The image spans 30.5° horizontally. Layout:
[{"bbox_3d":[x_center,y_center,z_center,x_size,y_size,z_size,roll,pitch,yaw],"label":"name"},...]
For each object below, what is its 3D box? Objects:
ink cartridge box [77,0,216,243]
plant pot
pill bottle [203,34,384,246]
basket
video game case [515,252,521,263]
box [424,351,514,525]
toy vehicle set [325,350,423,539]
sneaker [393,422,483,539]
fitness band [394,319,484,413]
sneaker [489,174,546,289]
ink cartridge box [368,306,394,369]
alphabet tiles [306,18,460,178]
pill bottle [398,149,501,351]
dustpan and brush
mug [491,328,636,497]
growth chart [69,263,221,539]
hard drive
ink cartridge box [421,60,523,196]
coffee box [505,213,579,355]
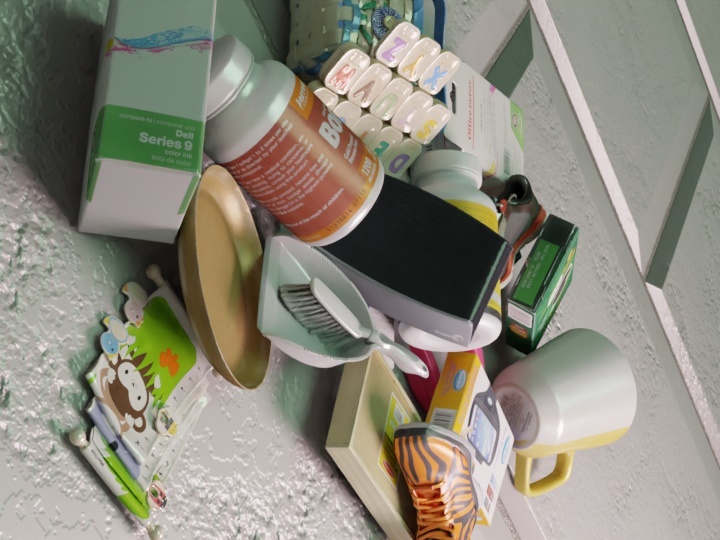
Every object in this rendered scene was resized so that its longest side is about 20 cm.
[{"bbox_3d":[-0.172,-0.144,1.072,0.086,0.145,0.202,7,67,-15],"label":"ink cartridge box"},{"bbox_3d":[-0.122,0.008,1.174,0.200,0.027,0.203,-9,90,-79],"label":"plant pot"},{"bbox_3d":[-0.078,-0.123,1.242,0.200,0.111,0.113,42,46,-30],"label":"pill bottle"},{"bbox_3d":[0.021,-0.250,1.426,0.199,0.138,0.179,15,66,-45],"label":"basket"},{"bbox_3d":[0.133,-0.077,1.652,0.181,0.025,0.202,-38,112,-55],"label":"video game case"},{"bbox_3d":[0.127,0.198,1.499,0.201,0.041,0.120,60,41,-45],"label":"box"},{"bbox_3d":[0.025,0.180,1.362,0.201,0.026,0.125,60,35,-44],"label":"toy vehicle set"},{"bbox_3d":[0.080,0.243,1.350,0.201,0.077,0.113,59,35,-46],"label":"sneaker"},{"bbox_3d":[0.090,0.073,1.525,0.144,0.037,0.202,-42,116,-55],"label":"fitness band"},{"bbox_3d":[0.147,-0.042,1.537,0.200,0.076,0.083,-51,130,-42],"label":"sneaker"},{"bbox_3d":[0.000,0.000,1.403,0.094,0.037,0.203,21,67,-52],"label":"ink cartridge box"},{"bbox_3d":[0.014,-0.161,1.362,0.199,0.196,0.015,23,24,-53],"label":"alphabet tiles"},{"bbox_3d":[0.094,-0.022,1.430,0.112,0.111,0.203,28,56,-50],"label":"pill bottle"},{"bbox_3d":[-0.011,0.056,1.278,0.200,0.057,0.141,44,31,-32],"label":"dustpan and brush"},{"bbox_3d":[0.242,0.178,1.630,0.152,0.149,0.189,-13,87,-42],"label":"mug"},{"bbox_3d":[-0.178,0.104,1.113,0.145,0.018,0.201,54,38,-32],"label":"growth chart"},{"bbox_3d":[0.047,-0.022,1.340,0.136,0.198,0.042,-62,176,-21],"label":"hard drive"},{"bbox_3d":[0.123,-0.169,1.578,0.199,0.067,0.119,28,59,-52],"label":"ink cartridge box"},{"bbox_3d":[0.220,0.023,1.621,0.124,0.044,0.200,-62,166,-12],"label":"coffee box"}]
